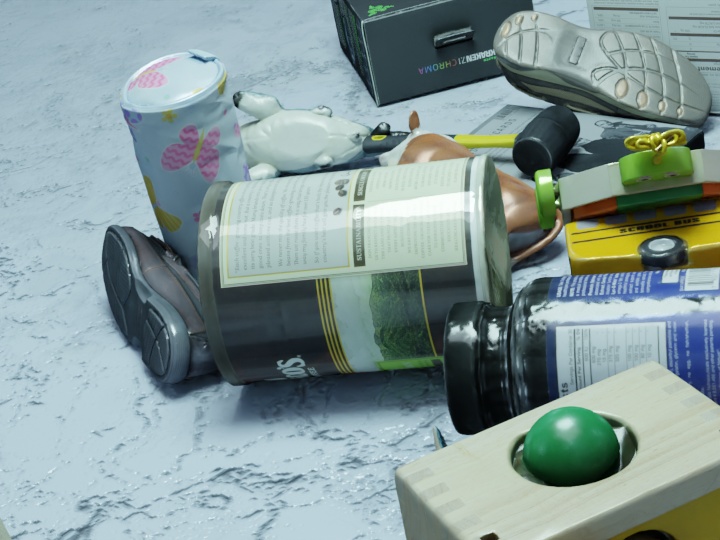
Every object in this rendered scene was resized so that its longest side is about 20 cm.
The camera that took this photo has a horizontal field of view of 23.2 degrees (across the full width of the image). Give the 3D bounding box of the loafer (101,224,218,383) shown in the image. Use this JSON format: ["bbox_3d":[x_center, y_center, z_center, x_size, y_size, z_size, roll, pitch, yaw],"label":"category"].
[{"bbox_3d":[-0.149,0.026,1.353,0.063,0.072,0.200,-1,28,-24],"label":"loafer"}]

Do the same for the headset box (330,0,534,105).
[{"bbox_3d":[0.072,-0.254,1.762,0.173,0.093,0.200,-15,28,-5],"label":"headset box"}]

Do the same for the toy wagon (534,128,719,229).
[{"bbox_3d":[0.198,-0.059,1.207,0.154,0.040,0.200,-9,-6,5],"label":"toy wagon"}]

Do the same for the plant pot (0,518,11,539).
[{"bbox_3d":[-0.265,0.175,0.965,0.199,0.184,0.201,-9,27,5],"label":"plant pot"}]

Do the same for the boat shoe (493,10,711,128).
[{"bbox_3d":[0.214,-0.169,1.548,0.199,0.073,0.075,23,71,14],"label":"boat shoe"}]

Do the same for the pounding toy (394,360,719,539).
[{"bbox_3d":[0.110,0.149,0.847,0.183,0.201,0.142,-21,29,-18],"label":"pounding toy"}]

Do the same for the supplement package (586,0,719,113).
[{"bbox_3d":[0.323,-0.235,1.603,0.155,0.111,0.200,8,33,34],"label":"supplement package"}]

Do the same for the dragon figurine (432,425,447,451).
[{"bbox_3d":[0.138,0.131,1.027,0.099,0.059,0.199,-29,32,-31],"label":"dragon figurine"}]

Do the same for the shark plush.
[{"bbox_3d":[-0.036,-0.126,1.593,0.199,0.091,0.083,-12,-4,10],"label":"shark plush"}]

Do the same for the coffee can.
[{"bbox_3d":[0.000,0.000,1.238,0.199,0.147,0.147,-6,27,12],"label":"coffee can"}]

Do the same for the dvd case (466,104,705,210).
[{"bbox_3d":[0.168,-0.092,1.486,0.199,0.025,0.150,11,35,38],"label":"dvd case"}]

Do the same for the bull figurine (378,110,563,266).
[{"bbox_3d":[0.066,-0.058,1.399,0.121,0.065,0.200,-35,43,-28],"label":"bull figurine"}]

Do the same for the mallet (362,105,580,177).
[{"bbox_3d":[0.094,-0.114,1.496,0.199,0.041,0.066,7,34,39],"label":"mallet"}]

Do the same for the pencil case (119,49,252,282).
[{"bbox_3d":[-0.121,-0.070,1.371,0.090,0.201,0.083,-27,36,-15],"label":"pencil case"}]

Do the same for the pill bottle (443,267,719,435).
[{"bbox_3d":[0.157,0.057,1.103,0.199,0.112,0.112,-3,28,16],"label":"pill bottle"}]

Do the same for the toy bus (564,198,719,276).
[{"bbox_3d":[0.240,-0.006,1.166,0.199,0.065,0.078,-9,27,8],"label":"toy bus"}]
